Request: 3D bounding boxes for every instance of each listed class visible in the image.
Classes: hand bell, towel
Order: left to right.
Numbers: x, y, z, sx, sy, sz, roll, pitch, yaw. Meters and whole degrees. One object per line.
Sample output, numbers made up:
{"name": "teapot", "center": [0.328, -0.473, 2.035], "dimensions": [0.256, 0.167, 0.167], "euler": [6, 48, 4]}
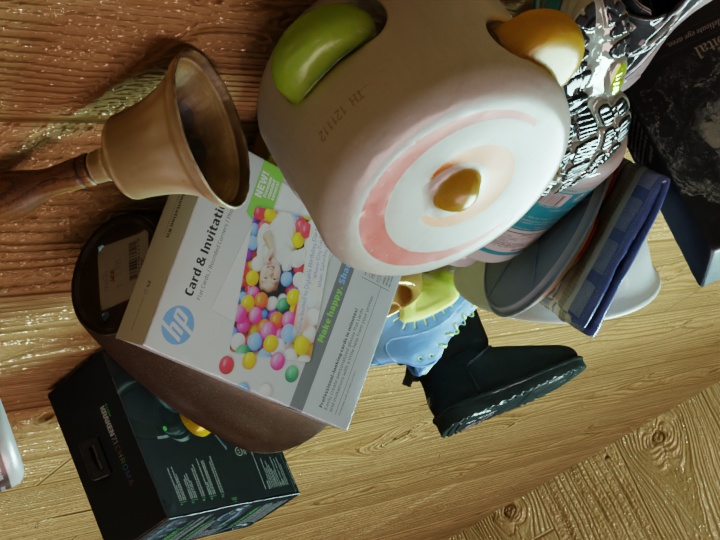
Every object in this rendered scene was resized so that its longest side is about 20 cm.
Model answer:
{"name": "hand bell", "center": [-0.181, -0.061, 1.038], "dimensions": [0.199, 0.105, 0.104], "euler": [-17, 166, 17]}
{"name": "towel", "center": [0.199, -0.025, 1.364], "dimensions": [0.148, 0.024, 0.200], "euler": [-63, -170, 5]}

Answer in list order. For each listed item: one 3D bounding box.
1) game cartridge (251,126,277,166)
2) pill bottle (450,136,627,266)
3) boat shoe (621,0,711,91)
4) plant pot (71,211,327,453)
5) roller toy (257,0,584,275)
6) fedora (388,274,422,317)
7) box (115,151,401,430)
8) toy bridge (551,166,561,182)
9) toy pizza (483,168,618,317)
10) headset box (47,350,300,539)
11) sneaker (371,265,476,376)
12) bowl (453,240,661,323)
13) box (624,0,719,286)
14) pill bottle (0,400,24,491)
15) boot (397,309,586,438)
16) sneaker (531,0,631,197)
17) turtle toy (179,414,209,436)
{"name": "game cartridge", "center": [0.004, -0.118, 1.193], "dimensions": [0.175, 0.033, 0.200], "euler": [-19, 160, -19]}
{"name": "pill bottle", "center": [0.123, -0.079, 1.333], "dimensions": [0.110, 0.111, 0.200], "euler": [-12, 160, -35]}
{"name": "boat shoe", "center": [0.202, -0.192, 1.167], "dimensions": [0.200, 0.072, 0.068], "euler": [-37, 162, 27]}
{"name": "plant pot", "center": [-0.121, 0.029, 1.247], "dimensions": [0.186, 0.188, 0.200], "euler": [-32, 148, 23]}
{"name": "roller toy", "center": [0.039, -0.093, 1.049], "dimensions": [0.199, 0.140, 0.183], "euler": [-16, 145, -22]}
{"name": "fedora", "center": [0.000, 0.000, 1.445], "dimensions": [0.199, 0.082, 0.201], "euler": [-22, 164, -7]}
{"name": "box", "center": [-0.064, 0.011, 1.169], "dimensions": [0.199, 0.157, 0.041], "euler": [27, 168, -38]}
{"name": "toy bridge", "center": [0.063, -0.070, 1.186], "dimensions": [0.199, 0.027, 0.067], "euler": [-4, 179, 40]}
{"name": "toy pizza", "center": [0.170, -0.047, 1.398], "dimensions": [0.032, 0.201, 0.200], "euler": [26, 142, -15]}
{"name": "headset box", "center": [-0.181, 0.166, 1.538], "dimensions": [0.093, 0.175, 0.199], "euler": [-36, 161, 33]}
{"name": "sneaker", "center": [0.076, 0.046, 1.640], "dimensions": [0.199, 0.106, 0.076], "euler": [-12, -168, -15]}
{"name": "bowl", "center": [0.189, -0.029, 1.543], "dimensions": [0.199, 0.091, 0.201], "euler": [-1, -157, 1]}
{"name": "box", "center": [0.326, -0.125, 1.322], "dimensions": [0.196, 0.201, 0.117], "euler": [-25, 164, 0]}
{"name": "pill bottle", "center": [-0.389, 0.160, 1.338], "dimensions": [0.199, 0.110, 0.109], "euler": [-20, 163, -15]}
{"name": "boot", "center": [0.124, 0.072, 1.705], "dimensions": [0.197, 0.163, 0.073], "euler": [-20, 162, -20]}
{"name": "sneaker", "center": [0.148, -0.137, 1.158], "dimensions": [0.077, 0.080, 0.201], "euler": [-20, 140, -19]}
{"name": "turtle toy", "center": [-0.100, 0.078, 1.508], "dimensions": [0.146, 0.101, 0.200], "euler": [-40, 162, 10]}
